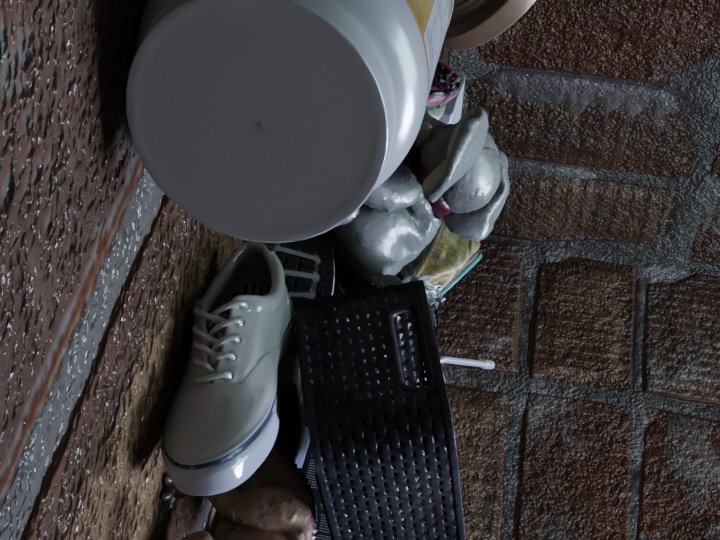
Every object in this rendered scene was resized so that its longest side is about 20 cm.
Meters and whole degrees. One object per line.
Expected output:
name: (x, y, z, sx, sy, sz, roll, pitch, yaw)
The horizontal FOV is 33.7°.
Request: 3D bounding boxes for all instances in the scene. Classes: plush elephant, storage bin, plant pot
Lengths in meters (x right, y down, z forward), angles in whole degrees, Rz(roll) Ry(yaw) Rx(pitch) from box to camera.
plush elephant: (0.037, -0.075, 0.923, 0.155, 0.200, 0.165, -42, 160, -7)
storage bin: (0.016, 0.121, 0.833, 0.201, 0.092, 0.136, 79, 1, -47)
plant pot: (0.106, -0.327, 1.162, 0.200, 0.092, 0.203, -35, -140, 36)

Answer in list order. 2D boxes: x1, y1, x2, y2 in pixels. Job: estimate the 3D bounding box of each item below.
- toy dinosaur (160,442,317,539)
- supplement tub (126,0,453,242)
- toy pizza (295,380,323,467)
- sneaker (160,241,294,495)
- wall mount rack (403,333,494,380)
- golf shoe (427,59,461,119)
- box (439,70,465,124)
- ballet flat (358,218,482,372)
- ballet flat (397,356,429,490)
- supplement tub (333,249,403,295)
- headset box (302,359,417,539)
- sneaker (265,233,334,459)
toy dinosaur: (-0.060, 0.182, 0.766, 0.086, 0.134, 0.203, 83, 16, -68)
supplement tub: (-0.030, -0.119, 0.608, 0.201, 0.143, 0.146, -72, 169, -55)
toy pizza: (-0.063, 0.113, 1.033, 0.200, 0.031, 0.203, -165, -90, -82)
sneaker: (-0.086, 0.053, 0.739, 0.201, 0.072, 0.072, -83, 163, -58)
wall mount rack: (0.044, 0.078, 1.282, 0.201, 0.172, 0.075, 52, -24, 34)
golf shoe: (0.015, -0.139, 1.117, 0.199, 0.073, 0.093, -22, 150, -45)
box: (0.038, -0.113, 1.330, 0.200, 0.129, 0.202, -67, 164, -68)
ballet flat: (0.021, 0.028, 0.985, 0.200, 0.070, 0.071, -48, 160, -21)
ballet flat: (0.047, 0.172, 1.173, 0.070, 0.069, 0.202, -70, 178, -63)
supplement tub: (0.000, 0.000, 1.123, 0.200, 0.105, 0.109, 154, -54, -75)
headset box: (-0.021, 0.166, 1.099, 0.174, 0.092, 0.203, 140, -36, -76)
sneaker: (-0.067, 0.058, 0.919, 0.081, 0.073, 0.203, 173, -69, -86)
